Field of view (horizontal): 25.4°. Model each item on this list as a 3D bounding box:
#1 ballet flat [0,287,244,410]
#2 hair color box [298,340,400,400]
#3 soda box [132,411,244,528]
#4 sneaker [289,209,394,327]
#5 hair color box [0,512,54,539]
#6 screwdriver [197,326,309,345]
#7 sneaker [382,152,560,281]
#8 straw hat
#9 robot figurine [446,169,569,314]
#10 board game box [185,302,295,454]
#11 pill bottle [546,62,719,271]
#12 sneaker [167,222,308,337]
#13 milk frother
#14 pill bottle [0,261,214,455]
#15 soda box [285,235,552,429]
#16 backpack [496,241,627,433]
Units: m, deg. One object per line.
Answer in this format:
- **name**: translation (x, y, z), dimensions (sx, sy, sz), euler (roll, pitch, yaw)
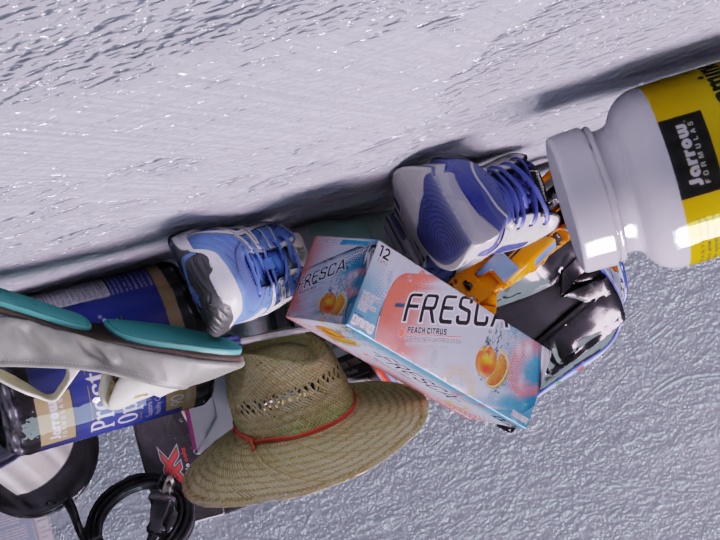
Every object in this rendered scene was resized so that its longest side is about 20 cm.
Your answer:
- **ballet flat**: translation (-0.175, 0.057, 1.035), dimensions (0.199, 0.064, 0.067), euler (14, -172, -22)
- **hair color box**: translation (0.024, 0.037, 1.343), dimensions (0.111, 0.064, 0.200), euler (-24, -158, 45)
- **soda box**: translation (-0.160, 0.121, 1.406), dimensions (0.070, 0.201, 0.063), euler (-18, 175, 20)
- **sneaker**: translation (0.000, 0.000, 1.295), dimensions (0.117, 0.074, 0.200), euler (-9, 172, -7)
- **hair color box**: translation (-0.327, 0.212, 1.464), dimensions (0.060, 0.201, 0.099), euler (-16, 175, -5)
- **screwdriver**: translation (-0.069, 0.049, 1.131), dimensions (0.199, 0.028, 0.029), euler (-7, -148, -10)
- **sneaker**: translation (0.085, -0.049, 1.119), dimensions (0.115, 0.081, 0.199), euler (-27, 174, -11)
- **straw hat**: translation (-0.053, 0.089, 1.165), dimensions (0.200, 0.085, 0.201), euler (-19, -164, 6)
- **robot figurine**: translation (0.118, -0.014, 1.279), dimensions (0.200, 0.058, 0.145), euler (-41, 179, -34)
- **board game box**: translation (-0.084, 0.069, 1.368), dimensions (0.064, 0.148, 0.200), euler (-12, 177, 24)
- **pill bottle**: translation (0.220, -0.068, 0.969), dimensions (0.199, 0.113, 0.112), euler (-17, 175, 3)
- **sneaker**: translation (-0.079, -0.004, 1.088), dimensions (0.077, 0.076, 0.200), euler (-23, -175, 3)
- **milk frother**: translation (-0.244, 0.153, 1.294), dimensions (0.199, 0.182, 0.188), euler (-5, 162, 1)
- **pill bottle**: translation (-0.216, 0.070, 1.164), dimensions (0.199, 0.112, 0.112), euler (-15, 175, -18)
- **soda box**: translation (0.044, 0.045, 1.119), dimensions (0.068, 0.064, 0.200), euler (6, 161, 48)
- **backpack**: translation (0.162, 0.024, 1.548), dimensions (0.190, 0.200, 0.154), euler (-28, -159, 31)
